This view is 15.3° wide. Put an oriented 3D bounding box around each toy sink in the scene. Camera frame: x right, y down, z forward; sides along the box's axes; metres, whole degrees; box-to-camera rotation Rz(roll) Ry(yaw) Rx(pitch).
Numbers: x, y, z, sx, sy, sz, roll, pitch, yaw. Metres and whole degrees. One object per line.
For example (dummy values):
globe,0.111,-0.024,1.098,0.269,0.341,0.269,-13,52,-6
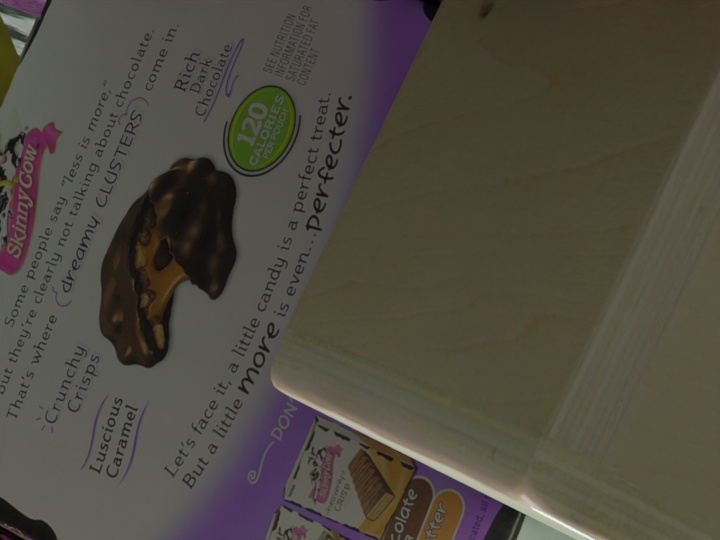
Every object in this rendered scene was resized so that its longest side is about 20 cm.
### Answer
toy sink,0.105,0.024,0.579,0.199,0.113,0.130,28,177,-24

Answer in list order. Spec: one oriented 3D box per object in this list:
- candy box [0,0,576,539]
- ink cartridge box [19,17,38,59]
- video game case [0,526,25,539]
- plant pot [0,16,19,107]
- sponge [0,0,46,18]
candy box,-0.014,0.011,0.707,0.199,0.169,0.071,22,179,32
ink cartridge box,-0.114,-0.032,1.149,0.083,0.146,0.200,22,179,-16
video game case,-0.015,0.122,0.760,0.181,0.036,0.200,24,-179,39
plant pot,-0.221,-0.062,1.072,0.200,0.202,0.189,22,-165,-2
sponge,-0.109,-0.099,0.852,0.199,0.030,0.112,21,180,2
